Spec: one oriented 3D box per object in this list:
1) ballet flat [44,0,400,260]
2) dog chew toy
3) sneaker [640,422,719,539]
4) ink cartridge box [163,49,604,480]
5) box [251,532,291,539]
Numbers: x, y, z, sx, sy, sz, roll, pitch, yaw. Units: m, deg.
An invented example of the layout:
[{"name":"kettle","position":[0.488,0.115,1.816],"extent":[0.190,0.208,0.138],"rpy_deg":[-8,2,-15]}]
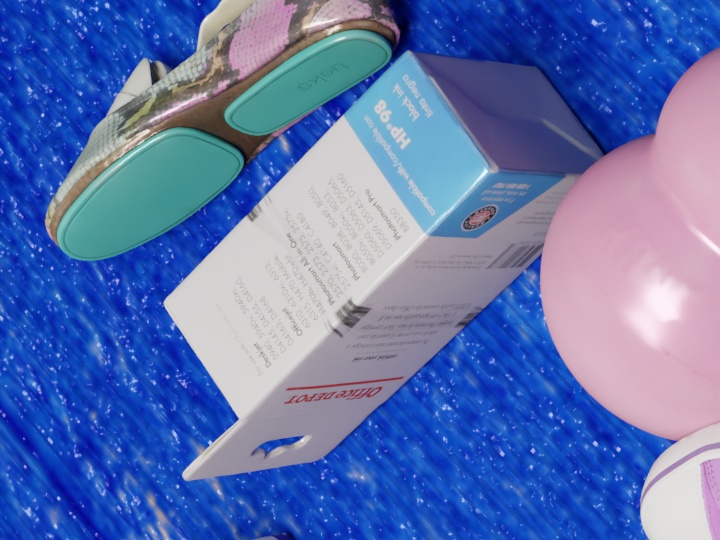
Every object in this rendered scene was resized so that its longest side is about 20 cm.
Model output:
[{"name":"ballet flat","position":[-0.068,-0.081,1.056],"extent":[0.200,0.069,0.071],"rpy_deg":[-35,55,24]},{"name":"dog chew toy","position":[0.155,-0.029,0.864],"extent":[0.125,0.124,0.200],"rpy_deg":[49,123,22]},{"name":"sneaker","position":[0.175,0.111,0.800],"extent":[0.200,0.114,0.073],"rpy_deg":[-1,130,35]},{"name":"ink cartridge box","position":[0.000,0.000,0.977],"extent":[0.200,0.116,0.067],"rpy_deg":[-44,69,24]},{"name":"box","position":[-0.067,0.253,1.030],"extent":[0.200,0.105,0.184],"rpy_deg":[-48,68,22]}]
